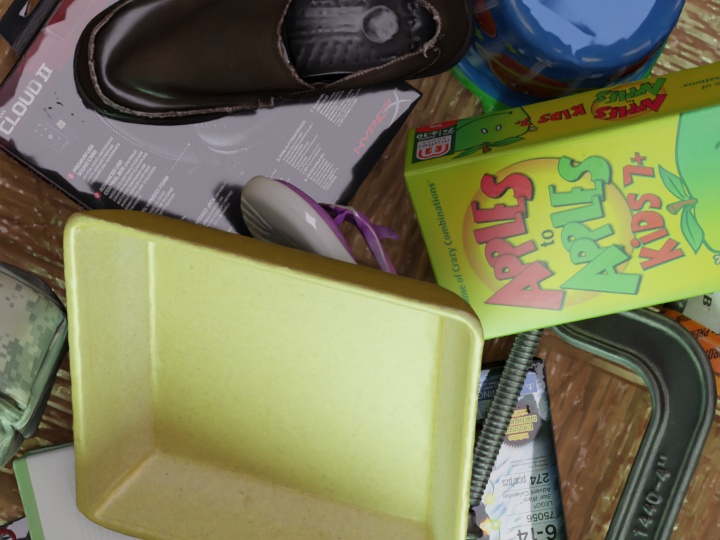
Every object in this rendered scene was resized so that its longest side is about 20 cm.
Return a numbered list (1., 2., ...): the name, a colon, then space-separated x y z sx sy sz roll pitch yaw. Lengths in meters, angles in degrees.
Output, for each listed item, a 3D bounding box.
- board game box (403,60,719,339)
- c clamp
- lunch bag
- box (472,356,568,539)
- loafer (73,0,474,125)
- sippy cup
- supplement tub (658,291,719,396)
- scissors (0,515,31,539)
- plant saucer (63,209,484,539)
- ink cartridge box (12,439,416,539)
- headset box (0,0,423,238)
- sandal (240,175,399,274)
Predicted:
1. board game box: 0.130 -0.036 1.306 0.198 0.048 0.102 -12 120 11
2. c clamp: 0.093 0.081 1.368 0.170 0.027 0.202 15 90 18
3. lunch bag: -0.229 0.068 1.291 0.139 0.200 0.169 23 82 -4
4. box: 0.007 0.127 1.407 0.198 0.040 0.138 -9 93 -7
5. loafer: -0.045 -0.117 1.297 0.198 0.071 0.074 -11 92 4
6. sippy cup: 0.107 -0.148 1.364 0.139 0.130 0.179 -21 93 -7
7. supplement tub: 0.240 -0.023 1.393 0.122 0.123 0.201 33 86 -6
8. scissors: -0.195 0.151 1.397 0.198 0.014 0.074 -11 90 -8
9. plant saucer: -0.036 0.058 1.250 0.199 0.049 0.201 14 133 13
10. ink cartridge box: -0.064 0.141 1.347 0.199 0.048 0.147 -13 91 13
11. headset box: -0.092 -0.086 1.374 0.199 0.077 0.149 34 86 -5
12. sandal: -0.006 -0.004 1.309 0.082 0.203 0.050 35 79 26
